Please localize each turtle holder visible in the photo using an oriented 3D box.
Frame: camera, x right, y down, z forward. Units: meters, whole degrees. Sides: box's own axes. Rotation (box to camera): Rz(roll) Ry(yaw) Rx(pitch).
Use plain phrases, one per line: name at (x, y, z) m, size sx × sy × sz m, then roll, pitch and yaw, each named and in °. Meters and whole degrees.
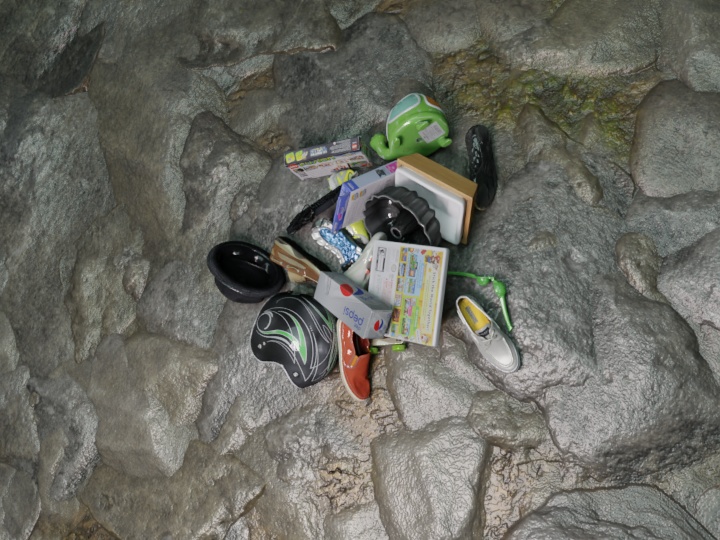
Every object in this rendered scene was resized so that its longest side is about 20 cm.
turtle holder at (0.121, -0.330, 1.645) m, size 0.186 × 0.138 × 0.134 m, roll -51°, pitch 41°, yaw 45°

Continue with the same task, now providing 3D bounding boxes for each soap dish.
soap dish at (0.171, -0.164, 1.567) m, size 0.198 × 0.159 × 0.081 m, roll 31°, pitch 61°, yaw 23°

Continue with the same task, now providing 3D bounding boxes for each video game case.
video game case at (0.096, 0.045, 1.480) m, size 0.179 × 0.023 × 0.205 m, roll 8°, pitch 92°, yaw 34°

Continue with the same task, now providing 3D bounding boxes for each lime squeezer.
lime squeezer at (0.281, 0.041, 1.549) m, size 0.200 × 0.037 × 0.071 m, roll 42°, pitch 126°, yaw 23°

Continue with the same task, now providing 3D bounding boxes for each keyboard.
keyboard at (-0.118, -0.151, 1.659) m, size 0.199 × 0.040 × 0.105 m, roll -29°, pitch 25°, yaw 44°

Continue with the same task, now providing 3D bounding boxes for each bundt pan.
bundt pan at (0.102, -0.105, 1.566) m, size 0.200 × 0.204 × 0.076 m, roll 33°, pitch 57°, yaw 24°

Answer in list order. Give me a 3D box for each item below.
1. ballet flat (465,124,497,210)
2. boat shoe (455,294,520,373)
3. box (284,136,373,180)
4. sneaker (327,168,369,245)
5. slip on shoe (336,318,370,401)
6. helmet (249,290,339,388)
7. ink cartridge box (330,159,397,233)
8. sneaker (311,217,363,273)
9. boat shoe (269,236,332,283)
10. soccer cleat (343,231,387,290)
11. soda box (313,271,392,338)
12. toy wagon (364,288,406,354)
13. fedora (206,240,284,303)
ballet flat at (0.276, -0.237, 1.606) m, size 0.065 × 0.057 × 0.205 m, roll 5°, pitch 78°, yaw -23°
boat shoe at (0.272, 0.136, 1.500) m, size 0.070 × 0.070 × 0.202 m, roll -36°, pitch 74°, yaw 12°
box at (-0.076, -0.272, 1.703) m, size 0.196 × 0.110 × 0.036 m, roll -9°, pitch 74°, yaw 18°
sneaker at (-0.015, -0.158, 1.675) m, size 0.075 × 0.075 × 0.203 m, roll -26°, pitch 72°, yaw 13°
slip on shoe at (-0.007, 0.199, 1.563) m, size 0.060 × 0.073 × 0.205 m, roll 0°, pitch 102°, yaw 41°
helmet at (-0.136, 0.157, 1.589) m, size 0.188 × 0.200 × 0.204 m, roll 19°, pitch 85°, yaw 23°
ink cartridge box at (0.009, -0.170, 1.590) m, size 0.198 × 0.120 × 0.042 m, roll -30°, pitch 63°, yaw -32°
sneaker at (-0.031, -0.050, 1.660) m, size 0.075 × 0.087 × 0.201 m, roll -40°, pitch 91°, yaw 14°
boat shoe at (-0.143, -0.005, 1.693) m, size 0.199 × 0.075 × 0.075 m, roll 37°, pitch 102°, yaw 26°
soccer cleat at (0.000, 0.000, 1.589) m, size 0.077 × 0.069 × 0.203 m, roll 29°, pitch 102°, yaw 33°
soda box at (-0.020, 0.072, 1.511) m, size 0.199 × 0.063 × 0.070 m, roll 36°, pitch 114°, yaw 45°
toy wagon at (0.075, 0.108, 1.600) m, size 0.196 × 0.040 × 0.159 m, roll -7°, pitch 76°, yaw 18°
fedora at (-0.289, 0.019, 1.714) m, size 0.201 × 0.199 × 0.092 m, roll 47°, pitch 131°, yaw 22°
